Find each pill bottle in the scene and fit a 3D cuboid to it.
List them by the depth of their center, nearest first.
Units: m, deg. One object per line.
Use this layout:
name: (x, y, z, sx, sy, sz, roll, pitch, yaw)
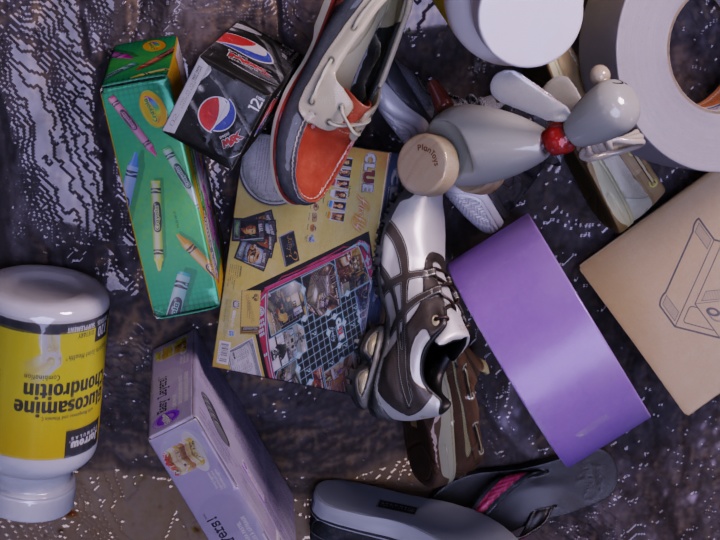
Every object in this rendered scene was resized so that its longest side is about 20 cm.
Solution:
pill bottle: (0.114, -0.224, 1.567, 0.110, 0.200, 0.112, -2, 111, -6)
pill bottle: (-0.274, 0.105, 1.686, 0.111, 0.112, 0.202, 4, 110, -9)

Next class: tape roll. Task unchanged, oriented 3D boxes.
tape roll: (0.281, -0.184, 1.643, 0.198, 0.066, 0.203, -3, 99, -23)
tape roll: (0.158, 0.059, 1.679, 0.085, 0.200, 0.201, -31, 111, 6)

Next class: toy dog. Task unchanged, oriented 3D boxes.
toy dog: (0.120, -0.124, 1.566, 0.198, 0.132, 0.097, -16, 83, 13)

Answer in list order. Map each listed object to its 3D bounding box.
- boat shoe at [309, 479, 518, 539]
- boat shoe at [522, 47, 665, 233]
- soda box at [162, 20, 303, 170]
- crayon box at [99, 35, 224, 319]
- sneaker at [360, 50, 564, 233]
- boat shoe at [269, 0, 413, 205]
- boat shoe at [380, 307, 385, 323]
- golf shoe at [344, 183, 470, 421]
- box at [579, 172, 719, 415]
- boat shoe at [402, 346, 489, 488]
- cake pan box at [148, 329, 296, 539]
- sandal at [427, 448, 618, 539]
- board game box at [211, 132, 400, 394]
boat shoe: (0.047, 0.248, 1.781, 0.197, 0.074, 0.069, 12, 116, 10)
boat shoe: (0.196, -0.132, 1.689, 0.066, 0.074, 0.201, -31, 113, -9)
soda box: (-0.097, -0.141, 1.567, 0.063, 0.200, 0.071, 28, 105, -3)
crayon box: (-0.159, -0.077, 1.628, 0.058, 0.119, 0.202, -10, 111, 2)
sneaker: (0.086, -0.135, 1.669, 0.114, 0.076, 0.200, -39, 112, 3)
boat shoe: (-0.013, -0.144, 1.583, 0.071, 0.062, 0.202, 18, 93, -46)
boat shoe: (0.000, 0.000, 1.704, 0.074, 0.073, 0.202, -3, 111, -7)
golf shoe: (0.055, 0.025, 1.607, 0.094, 0.078, 0.202, 8, 87, 33)
box: (0.316, 0.004, 1.730, 0.199, 0.021, 0.164, -37, 89, 16)
boat shoe: (0.074, 0.086, 1.757, 0.074, 0.075, 0.204, -15, 112, -27)
cake pan box: (-0.113, 0.172, 1.695, 0.052, 0.185, 0.201, -26, 112, 7)
sandal: (0.142, 0.213, 1.817, 0.198, 0.045, 0.076, -20, 112, 0)
board game box: (-0.044, -0.007, 1.656, 0.134, 0.035, 0.202, 10, 94, 21)
